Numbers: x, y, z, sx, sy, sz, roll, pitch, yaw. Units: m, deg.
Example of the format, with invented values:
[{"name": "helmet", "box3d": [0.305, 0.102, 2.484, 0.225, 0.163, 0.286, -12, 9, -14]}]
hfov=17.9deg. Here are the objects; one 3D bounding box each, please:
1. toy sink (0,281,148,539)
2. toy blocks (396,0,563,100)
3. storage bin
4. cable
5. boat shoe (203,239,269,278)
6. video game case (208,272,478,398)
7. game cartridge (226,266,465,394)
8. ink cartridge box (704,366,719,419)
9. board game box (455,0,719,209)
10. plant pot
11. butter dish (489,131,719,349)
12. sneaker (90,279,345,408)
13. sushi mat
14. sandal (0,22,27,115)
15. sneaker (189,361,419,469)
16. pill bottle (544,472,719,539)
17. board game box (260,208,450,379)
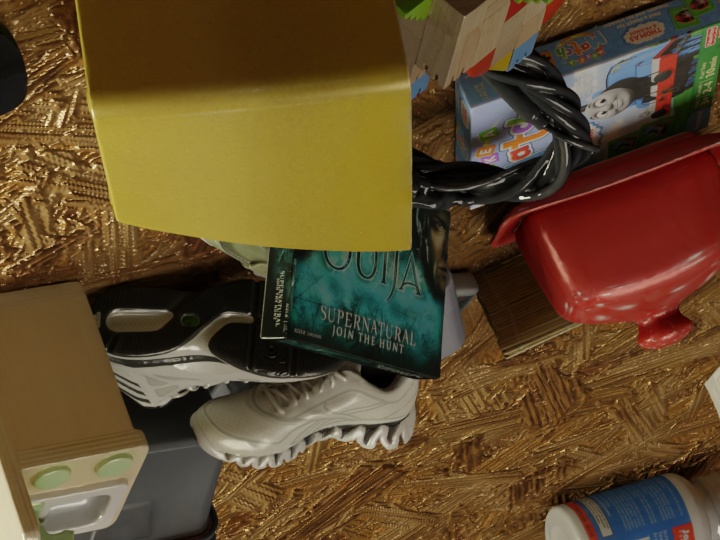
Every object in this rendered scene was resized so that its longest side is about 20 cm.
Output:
[{"name": "toy sink", "box3d": [-0.231, 0.130, 1.669, 0.112, 0.200, 0.130, -9, 150, -25]}, {"name": "toy blocks", "box3d": [0.085, -0.176, 1.453, 0.200, 0.100, 0.137, -40, 163, -26]}, {"name": "storage bin", "box3d": [-0.200, 0.164, 1.842, 0.200, 0.146, 0.134, -7, 139, -29]}, {"name": "cable", "box3d": [0.070, -0.108, 1.587, 0.200, 0.051, 0.163, 7, 134, -1]}, {"name": "boat shoe", "box3d": [-0.049, -0.019, 1.688, 0.072, 0.062, 0.200, -36, 151, 25]}, {"name": "video game case", "box3d": [-0.024, 0.064, 1.910, 0.200, 0.023, 0.182, -3, 148, -32]}, {"name": "game cartridge", "box3d": [-0.012, 0.064, 1.857, 0.200, 0.041, 0.133, -22, 157, -1]}, {"name": "ink cartridge box", "box3d": [0.424, 0.123, 2.216, 0.050, 0.161, 0.200, -5, 149, -24]}, {"name": "board game box", "box3d": [0.168, -0.125, 1.694, 0.200, 0.037, 0.151, -19, 154, -7]}, {"name": "plant pot", "box3d": [-0.073, -0.127, 1.344, 0.176, 0.200, 0.200, -10, 152, -4]}, {"name": "butter dish", "box3d": [0.214, -0.011, 1.774, 0.199, 0.148, 0.200, -19, 175, -3]}, {"name": "sneaker", "box3d": [-0.112, 0.061, 1.761, 0.200, 0.076, 0.115, 5, 157, -6]}, {"name": "sushi mat", "box3d": [0.193, -0.001, 1.880, 0.200, 0.096, 0.012, -25, 135, 5]}, {"name": "sandal", "box3d": [-0.255, -0.133, 1.338, 0.076, 0.043, 0.200, -26, 153, 6]}, {"name": "sneaker", "box3d": [-0.041, 0.102, 1.801, 0.200, 0.075, 0.081, -8, 137, -30]}, {"name": "pill bottle", "box3d": [0.311, 0.284, 2.480, 0.200, 0.112, 0.112, -15, 152, -17]}, {"name": "board game box", "box3d": [0.000, 0.000, 1.689, 0.028, 0.135, 0.200, -2, 169, 34]}]
